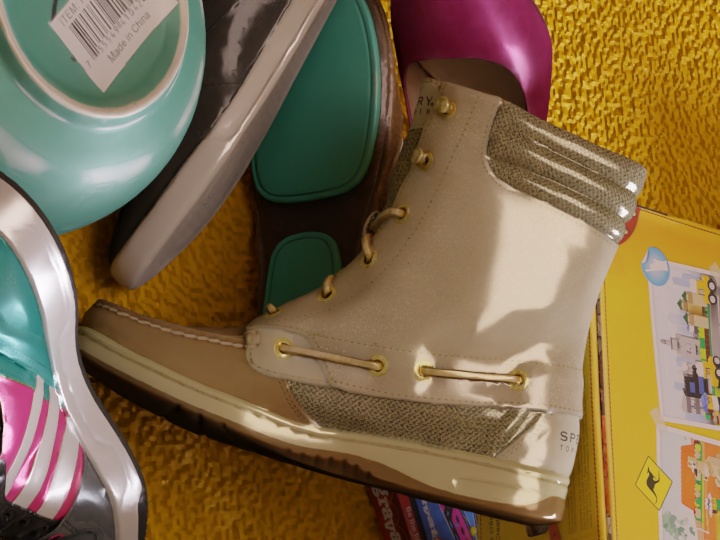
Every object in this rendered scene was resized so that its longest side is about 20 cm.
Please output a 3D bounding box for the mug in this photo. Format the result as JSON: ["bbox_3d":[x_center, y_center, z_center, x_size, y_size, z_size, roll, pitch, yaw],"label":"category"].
[{"bbox_3d":[-0.130,-0.101,0.883,0.151,0.114,0.187,1,81,-45],"label":"mug"}]

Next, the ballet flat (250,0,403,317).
[{"bbox_3d":[-0.007,-0.019,1.034,0.072,0.067,0.202,23,64,-62],"label":"ballet flat"}]

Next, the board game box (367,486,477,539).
[{"bbox_3d":[0.062,0.148,1.094,0.103,0.019,0.202,-22,97,-46],"label":"board game box"}]

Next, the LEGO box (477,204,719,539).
[{"bbox_3d":[0.125,0.084,1.024,0.148,0.077,0.202,15,65,-36],"label":"LEGO box"}]

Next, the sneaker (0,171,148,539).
[{"bbox_3d":[-0.140,0.071,0.836,0.121,0.083,0.201,-46,143,-30],"label":"sneaker"}]

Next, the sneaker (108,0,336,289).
[{"bbox_3d":[-0.073,-0.096,0.983,0.099,0.071,0.201,28,83,1],"label":"sneaker"}]

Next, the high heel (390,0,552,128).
[{"bbox_3d":[0.043,-0.047,1.043,0.201,0.067,0.096,80,20,-52],"label":"high heel"}]

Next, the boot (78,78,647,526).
[{"bbox_3d":[0.000,0.000,0.952,0.198,0.072,0.156,16,83,0],"label":"boot"}]
